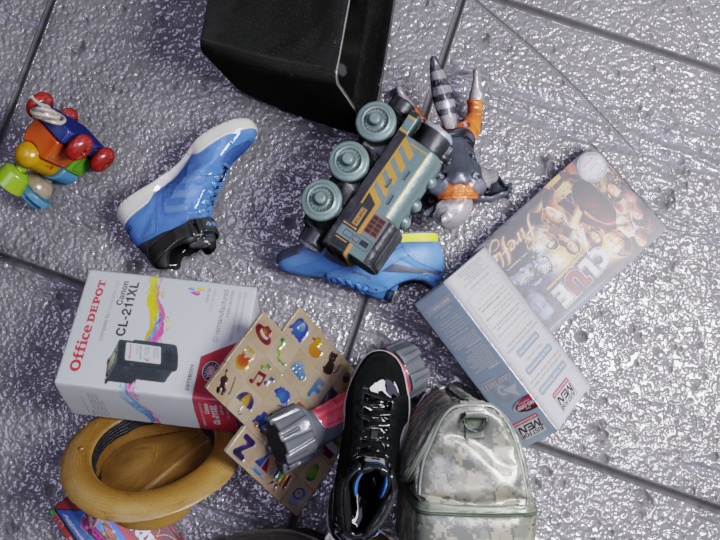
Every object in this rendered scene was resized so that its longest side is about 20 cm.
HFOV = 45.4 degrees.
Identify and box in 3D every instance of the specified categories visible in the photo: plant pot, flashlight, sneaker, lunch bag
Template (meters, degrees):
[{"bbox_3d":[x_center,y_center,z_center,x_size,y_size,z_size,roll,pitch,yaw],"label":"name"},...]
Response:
[{"bbox_3d":[-0.071,-0.284,0.988,0.175,0.199,0.203,7,83,13],"label":"plant pot"},{"bbox_3d":[-0.015,0.143,0.948,0.198,0.068,0.068,-22,58,-32],"label":"flashlight"},{"bbox_3d":[0.000,0.000,1.008,0.197,0.066,0.080,-4,87,0],"label":"sneaker"},{"bbox_3d":[0.106,0.212,0.918,0.137,0.200,0.171,4,87,-1],"label":"lunch bag"},{"bbox_3d":[0.017,0.173,0.854,0.072,0.112,0.203,12,75,-5],"label":"sneaker"},{"bbox_3d":[-0.182,-0.082,1.012,0.199,0.077,0.112,-37,78,1],"label":"sneaker"}]

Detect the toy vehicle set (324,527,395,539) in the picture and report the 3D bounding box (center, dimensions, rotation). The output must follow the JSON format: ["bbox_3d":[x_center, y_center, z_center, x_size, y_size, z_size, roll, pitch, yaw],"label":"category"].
[{"bbox_3d":[0.050,0.330,0.939,0.199,0.124,0.027,35,85,5],"label":"toy vehicle set"}]

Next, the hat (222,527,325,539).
[{"bbox_3d":[-0.077,0.336,0.953,0.197,0.081,0.203,5,118,10],"label":"hat"}]

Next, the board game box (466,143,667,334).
[{"bbox_3d":[0.244,-0.033,1.022,0.200,0.035,0.136,-42,85,-4],"label":"board game box"}]

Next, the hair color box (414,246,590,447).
[{"bbox_3d":[0.161,0.084,0.967,0.201,0.061,0.099,52,45,3],"label":"hair color box"}]

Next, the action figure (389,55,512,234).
[{"bbox_3d":[0.080,-0.137,1.006,0.197,0.105,0.196,-9,73,-3],"label":"action figure"}]

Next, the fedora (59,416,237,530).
[{"bbox_3d":[-0.229,0.224,0.957,0.197,0.202,0.083,6,122,2],"label":"fedora"}]

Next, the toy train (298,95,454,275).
[{"bbox_3d":[0.017,-0.093,0.947,0.113,0.085,0.201,33,83,11],"label":"toy train"}]

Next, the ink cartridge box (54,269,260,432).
[{"bbox_3d":[-0.222,0.090,0.967,0.197,0.083,0.148,6,58,1],"label":"ink cartridge box"}]

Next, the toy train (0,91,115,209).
[{"bbox_3d":[-0.367,-0.133,0.964,0.085,0.200,0.116,45,90,5],"label":"toy train"}]

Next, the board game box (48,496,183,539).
[{"bbox_3d":[-0.262,0.327,0.998,0.103,0.019,0.201,-39,84,-5],"label":"board game box"}]

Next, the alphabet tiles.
[{"bbox_3d":[-0.078,0.146,0.938,0.168,0.007,0.201,-53,126,-21],"label":"alphabet tiles"}]
